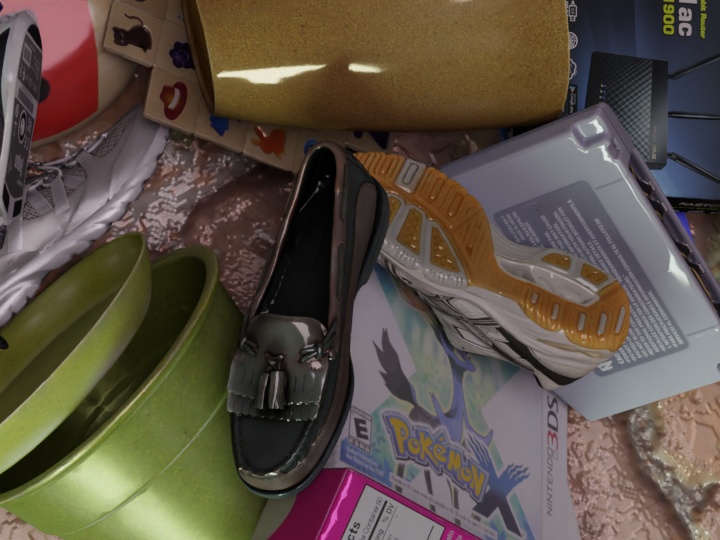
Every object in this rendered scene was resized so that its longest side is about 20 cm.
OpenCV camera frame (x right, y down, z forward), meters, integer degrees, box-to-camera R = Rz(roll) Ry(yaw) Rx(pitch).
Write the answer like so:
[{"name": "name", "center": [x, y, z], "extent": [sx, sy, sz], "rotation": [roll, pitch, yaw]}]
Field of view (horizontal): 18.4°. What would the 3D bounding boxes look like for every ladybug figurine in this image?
[{"name": "ladybug figurine", "center": [-0.224, -0.138, 1.340], "extent": [0.200, 0.072, 0.136], "rotation": [-17, 91, -14]}]

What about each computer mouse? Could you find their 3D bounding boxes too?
[{"name": "computer mouse", "center": [-0.218, -0.051, 1.268], "extent": [0.044, 0.110, 0.200], "rotation": [6, 80, 4]}]

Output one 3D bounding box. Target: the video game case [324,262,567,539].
[{"name": "video game case", "center": [0.055, 0.082, 1.338], "extent": [0.200, 0.022, 0.182], "rotation": [32, 47, -34]}]

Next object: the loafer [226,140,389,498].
[{"name": "loafer", "center": [-0.037, 0.022, 1.208], "extent": [0.072, 0.063, 0.200], "rotation": [3, 62, 22]}]

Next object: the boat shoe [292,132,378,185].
[{"name": "boat shoe", "center": [0.003, 0.000, 1.392], "extent": [0.072, 0.060, 0.202], "rotation": [-7, 88, -14]}]

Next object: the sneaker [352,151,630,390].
[{"name": "sneaker", "center": [0.057, 0.009, 1.313], "extent": [0.200, 0.088, 0.076], "rotation": [32, 53, -2]}]

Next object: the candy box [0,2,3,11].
[{"name": "candy box", "center": [-0.331, -0.117, 1.264], "extent": [0.169, 0.077, 0.200], "rotation": [35, 100, 4]}]

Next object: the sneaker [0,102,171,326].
[{"name": "sneaker", "center": [-0.197, -0.038, 1.338], "extent": [0.200, 0.075, 0.082], "rotation": [-44, 98, -12]}]

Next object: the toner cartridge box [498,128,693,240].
[{"name": "toner cartridge box", "center": [0.152, -0.055, 1.442], "extent": [0.095, 0.043, 0.200], "rotation": [-16, 90, -13]}]

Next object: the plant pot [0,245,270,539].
[{"name": "plant pot", "center": [-0.095, 0.120, 1.310], "extent": [0.190, 0.200, 0.200], "rotation": [45, 77, -20]}]

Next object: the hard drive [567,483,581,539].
[{"name": "hard drive", "center": [0.070, 0.177, 1.355], "extent": [0.200, 0.027, 0.132], "rotation": [-13, 90, -52]}]

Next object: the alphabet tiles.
[{"name": "alphabet tiles", "center": [-0.061, -0.143, 1.373], "extent": [0.200, 0.006, 0.167], "rotation": [21, 61, -23]}]

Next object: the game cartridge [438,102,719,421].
[{"name": "game cartridge", "center": [0.136, -0.001, 1.352], "extent": [0.133, 0.040, 0.200], "rotation": [-22, 117, 25]}]

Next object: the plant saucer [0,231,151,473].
[{"name": "plant saucer", "center": [-0.186, 0.059, 1.273], "extent": [0.031, 0.200, 0.200], "rotation": [45, 77, -16]}]

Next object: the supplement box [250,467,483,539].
[{"name": "supplement box", "center": [0.036, 0.195, 1.220], "extent": [0.200, 0.101, 0.103], "rotation": [31, 73, -17]}]

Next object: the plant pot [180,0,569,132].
[{"name": "plant pot", "center": [0.000, -0.157, 1.306], "extent": [0.200, 0.186, 0.187], "rotation": [-13, 89, -10]}]

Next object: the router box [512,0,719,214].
[{"name": "router box", "center": [0.176, -0.138, 1.399], "extent": [0.150, 0.062, 0.200], "rotation": [2, 85, -15]}]
